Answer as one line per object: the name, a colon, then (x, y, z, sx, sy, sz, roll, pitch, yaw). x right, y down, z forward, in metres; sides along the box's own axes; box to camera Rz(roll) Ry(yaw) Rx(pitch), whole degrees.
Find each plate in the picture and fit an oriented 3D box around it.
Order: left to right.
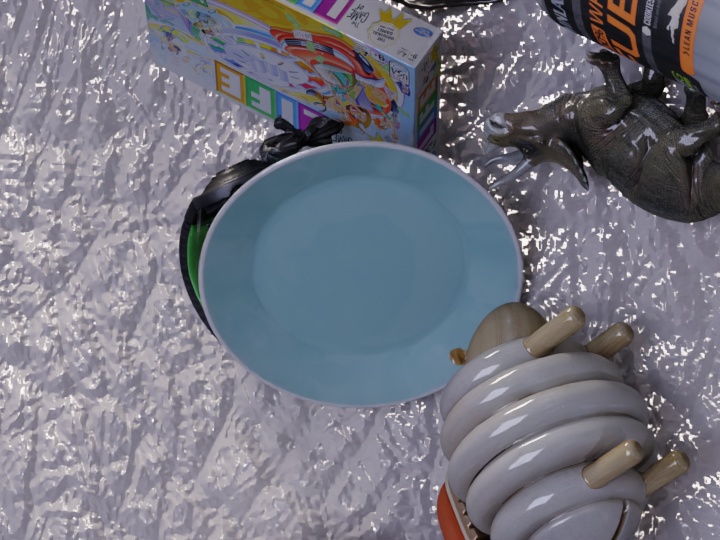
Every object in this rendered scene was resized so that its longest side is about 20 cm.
plate: (0.000, 0.000, 1.557, 0.200, 0.200, 0.026, -47, 25, 26)

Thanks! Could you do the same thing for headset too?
headset: (-0.061, -0.021, 1.613, 0.124, 0.094, 0.200, 46, 132, 19)

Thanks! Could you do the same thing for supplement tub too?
supplement tub: (0.181, -0.173, 1.432, 0.200, 0.122, 0.123, 30, 108, 32)

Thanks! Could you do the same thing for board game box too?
board game box: (-0.043, -0.138, 1.566, 0.200, 0.135, 0.034, 27, 62, 17)

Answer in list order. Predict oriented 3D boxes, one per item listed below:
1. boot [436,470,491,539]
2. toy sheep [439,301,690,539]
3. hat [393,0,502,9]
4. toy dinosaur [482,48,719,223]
boot: (0.079, 0.219, 1.552, 0.107, 0.075, 0.201, -31, 76, 36)
toy sheep: (0.115, 0.107, 1.487, 0.138, 0.138, 0.201, -38, 54, 29)
hat: (0.045, -0.254, 1.548, 0.200, 0.081, 0.201, 1, 91, 34)
toy dinosaur: (0.174, -0.073, 1.483, 0.200, 0.077, 0.103, 25, 125, 24)
